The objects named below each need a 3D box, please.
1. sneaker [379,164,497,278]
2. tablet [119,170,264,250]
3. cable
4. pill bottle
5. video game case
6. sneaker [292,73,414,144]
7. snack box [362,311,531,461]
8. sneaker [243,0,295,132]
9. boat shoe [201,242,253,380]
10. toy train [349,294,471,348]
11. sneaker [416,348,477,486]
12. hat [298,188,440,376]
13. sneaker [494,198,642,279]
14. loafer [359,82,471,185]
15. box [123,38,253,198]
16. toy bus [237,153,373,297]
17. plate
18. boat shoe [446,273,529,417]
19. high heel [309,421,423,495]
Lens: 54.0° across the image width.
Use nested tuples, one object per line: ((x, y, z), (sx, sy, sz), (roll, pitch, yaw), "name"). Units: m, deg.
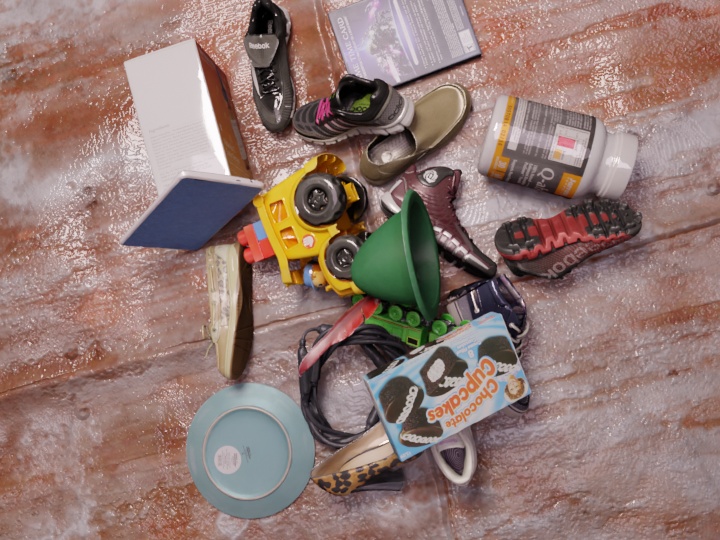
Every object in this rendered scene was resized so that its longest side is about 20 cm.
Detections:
((0.134, -0.084, 1.017), (0.199, 0.076, 0.116), (35, 83, 3), "sneaker")
((-0.236, -0.078, 0.979), (0.199, 0.129, 0.014), (-33, 64, 41), "tablet")
((-0.009, 0.172, 1.022), (0.161, 0.051, 0.202), (-4, 101, -1), "cable")
((0.272, -0.166, 0.986), (0.198, 0.116, 0.117), (16, 89, 6), "pill bottle")
((0.065, -0.355, 1.063), (0.198, 0.019, 0.144), (-19, 85, 5), "video game case")
((-0.025, -0.234, 1.001), (0.198, 0.087, 0.074), (2, 68, 34), "sneaker")
((0.114, 0.149, 0.923), (0.199, 0.037, 0.117), (-25, 99, -11), "snack box")
((-0.138, -0.307, 1.041), (0.066, 0.090, 0.202), (-3, 86, 11), "sneaker")
((-0.198, 0.061, 1.044), (0.062, 0.073, 0.202), (-2, 76, 11), "boat shoe")
((0.071, 0.077, 1.005), (0.198, 0.042, 0.057), (17, 113, 27), "toy train")
((0.123, 0.202, 0.989), (0.074, 0.100, 0.202), (-18, 84, 6), "sneaker")
((0.000, 0.000, 0.913), (0.174, 0.200, 0.167), (-10, 116, 18), "hat")
((0.291, -0.038, 0.989), (0.198, 0.098, 0.071), (-13, 46, 10), "sneaker")
((0.082, -0.200, 1.029), (0.200, 0.067, 0.076), (-43, 84, 2), "loafer")
((-0.238, -0.199, 1.015), (0.105, 0.152, 0.202), (-16, 86, 5), "box")
((-0.074, -0.039, 1.012), (0.191, 0.136, 0.202), (-24, 88, 17), "toy bus")
((-0.167, 0.269, 1.049), (0.198, 0.026, 0.202), (0, 88, 4), "plate")
((0.201, 0.102, 0.983), (0.093, 0.074, 0.201), (-33, 83, 40), "boat shoe")
((0.014, 0.228, 0.965), (0.141, 0.072, 0.202), (6, 116, -20), "high heel")
